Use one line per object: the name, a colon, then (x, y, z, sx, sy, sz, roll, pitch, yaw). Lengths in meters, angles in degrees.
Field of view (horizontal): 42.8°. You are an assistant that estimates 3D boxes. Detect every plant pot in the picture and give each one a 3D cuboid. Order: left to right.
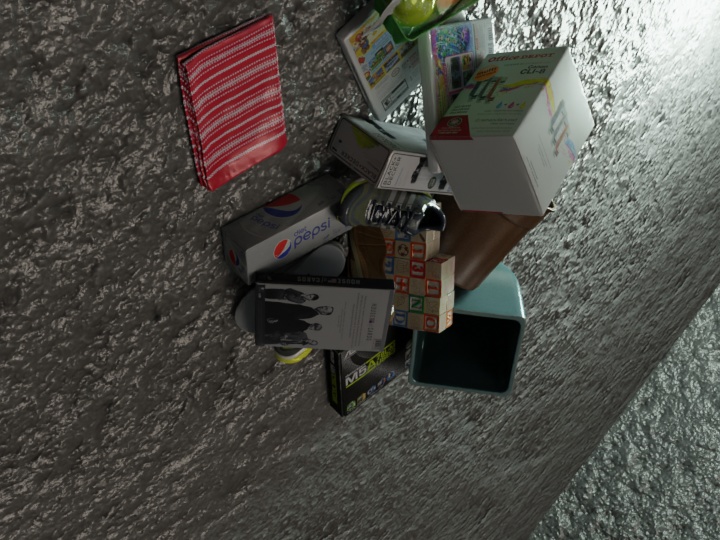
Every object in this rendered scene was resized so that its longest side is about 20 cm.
plant pot: (0.195, 0.082, 1.698, 0.202, 0.191, 0.199, -80, 175, -50)
plant pot: (0.196, -0.089, 1.569, 0.199, 0.201, 0.199, 10, 122, -54)

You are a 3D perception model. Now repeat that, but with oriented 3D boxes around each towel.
towel: (-0.156, -0.208, 1.159, 0.144, 0.022, 0.202, -34, 143, -27)

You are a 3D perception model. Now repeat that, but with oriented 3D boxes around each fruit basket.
fruit basket: (0.096, -0.371, 1.145, 0.184, 0.095, 0.200, -34, 177, -18)

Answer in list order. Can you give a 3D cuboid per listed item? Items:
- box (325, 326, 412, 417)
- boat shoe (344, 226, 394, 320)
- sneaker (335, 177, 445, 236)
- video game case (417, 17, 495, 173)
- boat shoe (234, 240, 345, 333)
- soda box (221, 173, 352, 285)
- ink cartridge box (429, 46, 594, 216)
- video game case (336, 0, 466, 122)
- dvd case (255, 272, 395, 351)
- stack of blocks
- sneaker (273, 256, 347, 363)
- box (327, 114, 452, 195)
box: (0.024, 0.152, 1.708, 0.199, 0.047, 0.195, -34, 146, -28)
boat shoe: (0.000, 0.000, 1.434, 0.071, 0.204, 0.072, 13, 146, -42)
sneaker: (0.049, -0.089, 1.350, 0.197, 0.081, 0.075, -6, 123, -39)
video game case: (0.150, -0.262, 1.359, 0.181, 0.023, 0.204, -24, 114, -47)
boat shoe: (-0.106, 0.021, 1.397, 0.199, 0.071, 0.070, -39, -168, 10)
soda box: (-0.102, -0.063, 1.327, 0.198, 0.063, 0.069, -31, 142, -29)
ink cartridge box: (0.222, -0.202, 1.323, 0.201, 0.143, 0.146, -55, 132, -31)
video game case: (0.066, -0.337, 1.307, 0.200, 0.023, 0.183, -45, 147, -8)
dvd case: (-0.055, 0.063, 1.333, 0.195, 0.025, 0.152, 3, 140, -5)
stack of blocks: (0.092, -0.010, 1.501, 0.058, 0.113, 0.204, -22, 116, -59)
sneaker: (-0.069, 0.055, 1.448, 0.201, 0.074, 0.085, -54, 156, -16)
box: (0.059, -0.171, 1.374, 0.198, 0.116, 0.061, -1, 123, -50)
